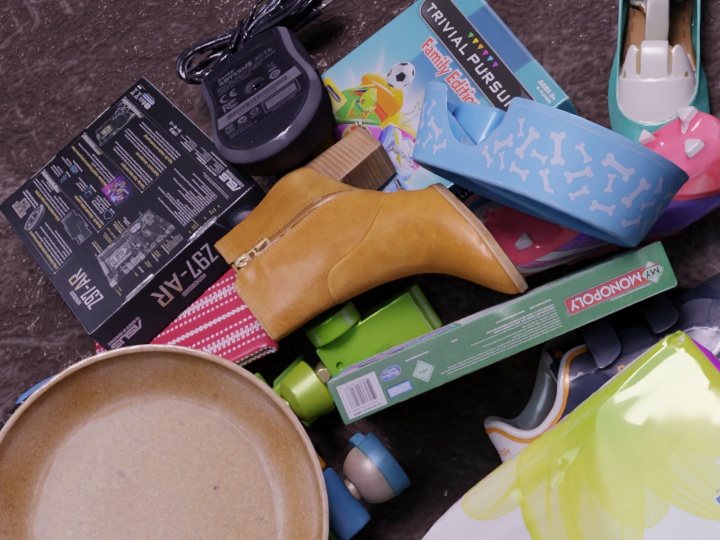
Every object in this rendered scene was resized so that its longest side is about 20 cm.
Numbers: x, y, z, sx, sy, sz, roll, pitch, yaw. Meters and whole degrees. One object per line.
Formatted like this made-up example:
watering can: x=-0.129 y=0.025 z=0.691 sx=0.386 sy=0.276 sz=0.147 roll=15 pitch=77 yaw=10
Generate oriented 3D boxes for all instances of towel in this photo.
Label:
towel: x=-0.136 y=0.013 z=0.904 sx=0.144 sy=0.022 sz=0.200 roll=-27 pitch=47 yaw=12

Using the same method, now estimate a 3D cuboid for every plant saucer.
plant saucer: x=-0.118 y=0.144 z=0.694 sx=0.200 sy=0.035 sz=0.201 roll=0 pitch=77 yaw=-2

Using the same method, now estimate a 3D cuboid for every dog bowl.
dog bowl: x=0.102 y=-0.062 z=0.716 sx=0.200 sy=0.111 sz=0.050 roll=29 pitch=96 yaw=61

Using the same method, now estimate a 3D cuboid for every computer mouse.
computer mouse: x=-0.062 y=-0.130 z=0.889 sx=0.138 sy=0.053 sz=0.200 roll=-30 pitch=39 yaw=11

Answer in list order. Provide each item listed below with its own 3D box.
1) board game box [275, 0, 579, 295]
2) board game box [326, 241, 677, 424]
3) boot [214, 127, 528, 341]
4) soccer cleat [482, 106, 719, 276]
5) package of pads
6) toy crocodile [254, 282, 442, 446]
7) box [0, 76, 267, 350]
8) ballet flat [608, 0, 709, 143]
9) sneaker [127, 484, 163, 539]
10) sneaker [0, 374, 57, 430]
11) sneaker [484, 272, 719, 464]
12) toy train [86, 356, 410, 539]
board game box: x=0.036 y=-0.103 z=0.885 sx=0.200 sy=0.047 sz=0.151 roll=-37 pitch=58 yaw=6
board game box: x=0.081 y=0.037 z=0.732 sx=0.200 sy=0.135 sz=0.029 roll=-23 pitch=86 yaw=2
boot: x=-0.001 y=-0.001 z=0.787 sx=0.144 sy=0.071 sz=0.201 roll=-43 pitch=48 yaw=-6
soccer cleat: x=0.160 y=-0.034 z=0.787 sx=0.200 sy=0.076 sz=0.067 roll=-29 pitch=37 yaw=33
package of pads: x=0.144 y=0.147 z=0.645 sx=0.200 sy=0.068 sz=0.155 roll=-42 pitch=63 yaw=12
toy crocodile: x=-0.034 y=0.078 z=0.834 sx=0.200 sy=0.062 sz=0.068 roll=-38 pitch=97 yaw=3
box: x=-0.173 y=-0.045 z=0.925 sx=0.160 sy=0.044 sz=0.200 roll=-44 pitch=46 yaw=-5
ballet flat: x=0.198 y=-0.152 z=0.817 sx=0.067 sy=0.070 sz=0.201 roll=-3 pitch=68 yaw=21
sneaker: x=-0.112 y=0.197 z=0.757 sx=0.078 sy=0.085 sz=0.200 roll=-33 pitch=76 yaw=37
sneaker: x=-0.174 y=0.167 z=0.813 sx=0.083 sy=0.071 sz=0.200 roll=-31 pitch=91 yaw=-9
sneaker: x=0.161 y=0.054 z=0.727 sx=0.079 sy=0.078 sz=0.200 roll=45 pitch=92 yaw=-2
toy train: x=-0.069 y=0.098 z=0.772 sx=0.116 sy=0.085 sz=0.200 roll=-38 pitch=83 yaw=-13
